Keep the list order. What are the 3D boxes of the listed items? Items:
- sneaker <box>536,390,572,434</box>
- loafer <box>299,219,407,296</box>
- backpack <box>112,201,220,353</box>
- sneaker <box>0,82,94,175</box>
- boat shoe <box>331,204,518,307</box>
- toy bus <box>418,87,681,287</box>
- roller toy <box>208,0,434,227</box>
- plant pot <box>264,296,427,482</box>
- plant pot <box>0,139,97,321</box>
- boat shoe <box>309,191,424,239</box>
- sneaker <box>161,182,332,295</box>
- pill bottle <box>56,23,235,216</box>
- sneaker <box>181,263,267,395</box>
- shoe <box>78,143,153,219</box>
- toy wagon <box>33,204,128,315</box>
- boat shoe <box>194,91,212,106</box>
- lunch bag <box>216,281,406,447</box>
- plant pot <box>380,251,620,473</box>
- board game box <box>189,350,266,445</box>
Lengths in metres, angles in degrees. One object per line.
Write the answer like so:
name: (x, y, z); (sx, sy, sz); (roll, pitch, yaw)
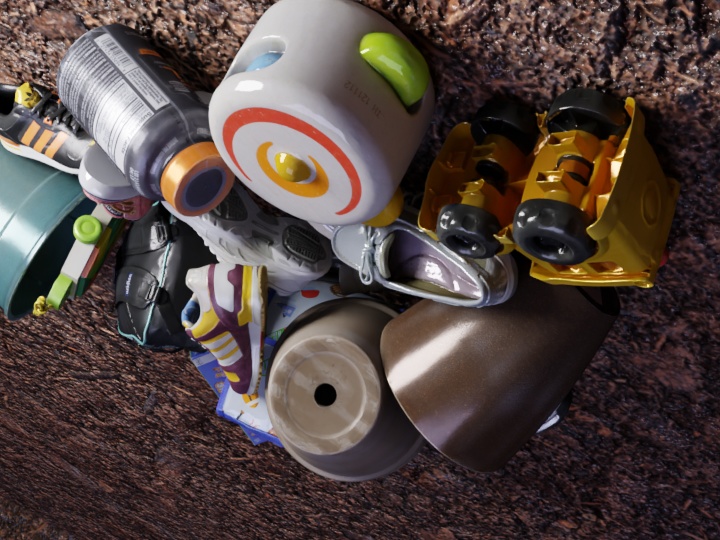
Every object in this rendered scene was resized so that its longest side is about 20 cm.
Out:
sneaker: (0.144, 0.132, 1.400); (0.199, 0.076, 0.115); (-4, 140, 47)
loafer: (0.000, 0.000, 1.320); (0.197, 0.070, 0.070); (13, 148, 25)
backpack: (-0.211, 0.009, 1.405); (0.151, 0.179, 0.199); (10, 174, -31)
sneaker: (-0.349, -0.168, 1.350); (0.197, 0.071, 0.090); (13, 151, 28)
boat shoe: (0.050, -0.012, 1.131); (0.200, 0.064, 0.076); (22, 114, 30)
toy bus: (0.179, -0.048, 1.049); (0.198, 0.138, 0.192); (0, 151, 42)
roller toy: (-0.036, -0.134, 1.070); (0.180, 0.141, 0.201); (21, 151, 12)
plant pot: (-0.020, 0.128, 1.254); (0.197, 0.203, 0.173); (22, -178, 10)
plant pot: (-0.442, -0.078, 1.465); (0.195, 0.201, 0.201); (35, 151, 2)
boat shoe: (0.037, -0.058, 1.209); (0.198, 0.076, 0.093); (25, 146, -11)
sneaker: (-0.134, -0.028, 1.271); (0.198, 0.079, 0.099); (32, 132, -13)
pill bottle: (-0.201, -0.140, 1.156); (0.200, 0.106, 0.107); (47, 161, 28)
sneaker: (-0.146, 0.061, 1.285); (0.088, 0.076, 0.202); (5, 138, -3)
shoe: (-0.246, -0.088, 1.246); (0.071, 0.200, 0.092); (29, 114, -1)
toy wagon: (-0.320, -0.025, 1.416); (0.039, 0.202, 0.155); (27, 151, -5)
boat shoe: (-0.108, -0.125, 1.215); (0.197, 0.070, 0.071); (17, 149, 19)
lunch bag: (-0.056, 0.115, 1.414); (0.168, 0.202, 0.125); (21, 151, 12)
plant pot: (0.151, 0.065, 1.182); (0.186, 0.188, 0.200); (37, 120, -18)
board game box: (-0.166, 0.116, 1.575); (0.044, 0.136, 0.201); (-21, 135, 7)
